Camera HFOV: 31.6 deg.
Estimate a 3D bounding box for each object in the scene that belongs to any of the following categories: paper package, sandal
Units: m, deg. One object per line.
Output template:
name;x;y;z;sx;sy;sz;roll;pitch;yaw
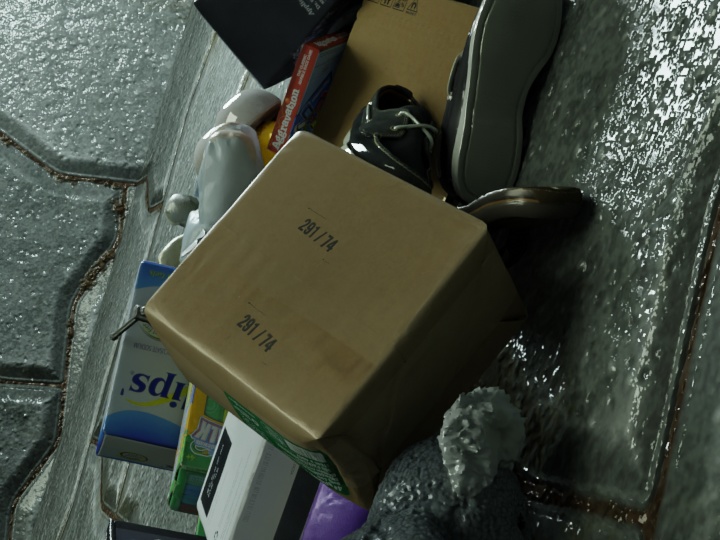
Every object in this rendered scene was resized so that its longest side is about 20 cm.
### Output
paper package;-0.019;0.028;0.873;0.199;0.104;0.191;29;72;38
sandal;0.096;-0.023;0.930;0.199;0.081;0.055;-13;83;62

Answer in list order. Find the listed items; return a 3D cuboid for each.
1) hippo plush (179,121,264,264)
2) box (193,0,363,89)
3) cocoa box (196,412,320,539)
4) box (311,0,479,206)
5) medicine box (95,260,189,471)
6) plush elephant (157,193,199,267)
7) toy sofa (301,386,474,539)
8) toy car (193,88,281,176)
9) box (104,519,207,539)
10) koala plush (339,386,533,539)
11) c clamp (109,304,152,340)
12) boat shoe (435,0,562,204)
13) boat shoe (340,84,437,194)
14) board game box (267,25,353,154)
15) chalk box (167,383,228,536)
hippo plush;-0.078;-0.039;1.168;0.201;0.159;0.161;-96;22;-65
box;-0.028;-0.306;1.256;0.200;0.118;0.196;-42;-3;38
cocoa box;-0.038;0.146;1.051;0.133;0.130;0.203;-135;64;-69
box;0.045;-0.159;1.109;0.199;0.021;0.165;29;100;46
medicine box;-0.179;0.116;1.395;0.103;0.180;0.203;123;157;-62
plush elephant;-0.178;0.006;1.559;0.156;0.164;0.200;-54;-6;14
toy sofa;0.005;0.161;0.928;0.097;0.082;0.203;-3;-67;-70
toy car;-0.076;-0.119;1.401;0.150;0.175;0.200;-43;2;-30
box;-0.115;0.294;1.044;0.199;0.197;0.050;-117;45;-66
koala plush;0.041;0.176;0.762;0.178;0.182;0.201;108;-173;-49
c clamp;-0.138;0.063;1.301;0.171;0.198;0.027;-36;40;55
boat shoe;0.105;-0.151;0.996;0.060;0.073;0.203;-157;76;-67
boat shoe;0.028;-0.100;0.996;0.068;0.071;0.200;-52;15;13
board game box;-0.033;-0.178;1.217;0.200;0.019;0.104;-45;-23;-67
chalk box;-0.116;0.173;1.247;0.124;0.123;0.202;116;162;-58
